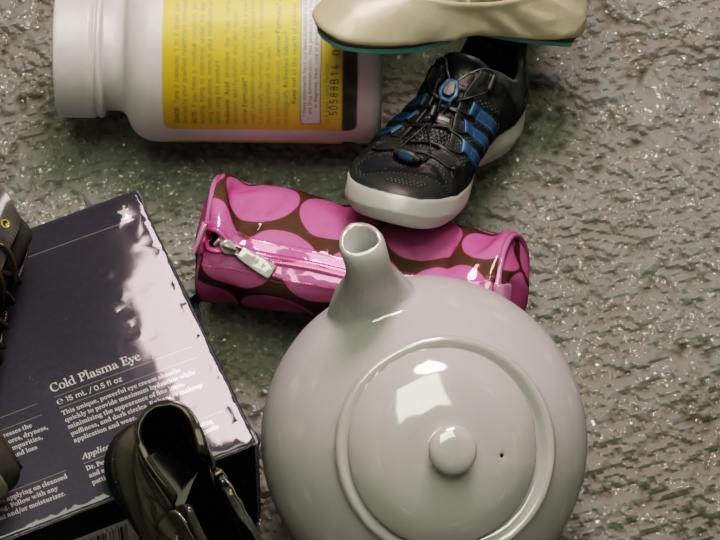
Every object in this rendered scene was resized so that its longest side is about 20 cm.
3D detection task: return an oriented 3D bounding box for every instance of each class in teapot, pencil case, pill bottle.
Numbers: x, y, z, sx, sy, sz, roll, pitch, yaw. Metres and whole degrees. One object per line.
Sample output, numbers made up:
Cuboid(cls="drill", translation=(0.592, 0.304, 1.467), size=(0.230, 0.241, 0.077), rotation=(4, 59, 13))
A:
Cuboid(cls="teapot", translation=(0.042, 0.099, 1.607), size=(0.199, 0.146, 0.198), rotation=(22, 88, -9))
Cuboid(cls="pencil case", translation=(0.000, 0.000, 1.730), size=(0.199, 0.094, 0.091), rotation=(9, 83, 6))
Cuboid(cls="pill bottle", translation=(-0.086, -0.133, 1.799), size=(0.199, 0.111, 0.112), rotation=(0, 59, -1))

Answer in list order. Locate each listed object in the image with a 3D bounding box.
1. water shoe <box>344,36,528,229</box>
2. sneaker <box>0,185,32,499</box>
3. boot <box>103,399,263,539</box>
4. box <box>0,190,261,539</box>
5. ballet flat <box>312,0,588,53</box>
Cuboid(cls="water shoe", translation=(0.045, -0.090, 1.748), size=(0.071, 0.079, 0.200), rotation=(15, 27, 15))
Cuboid(cls="sneaker", translation=(-0.211, 0.026, 1.599), size=(0.106, 0.075, 0.200), rotation=(-28, 62, -13))
Cuboid(cls="boot", translation=(-0.070, 0.161, 1.533), size=(0.068, 0.131, 0.200), rotation=(-33, 93, -12))
Cuboid(cls="box", translation=(-0.181, 0.082, 1.672), size=(0.199, 0.104, 0.183), rotation=(-20, 62, -12))
Cuboid(cls="ballet flat", translation=(0.058, -0.169, 1.743), size=(0.199, 0.070, 0.070), rotation=(-6, 54, -40))
